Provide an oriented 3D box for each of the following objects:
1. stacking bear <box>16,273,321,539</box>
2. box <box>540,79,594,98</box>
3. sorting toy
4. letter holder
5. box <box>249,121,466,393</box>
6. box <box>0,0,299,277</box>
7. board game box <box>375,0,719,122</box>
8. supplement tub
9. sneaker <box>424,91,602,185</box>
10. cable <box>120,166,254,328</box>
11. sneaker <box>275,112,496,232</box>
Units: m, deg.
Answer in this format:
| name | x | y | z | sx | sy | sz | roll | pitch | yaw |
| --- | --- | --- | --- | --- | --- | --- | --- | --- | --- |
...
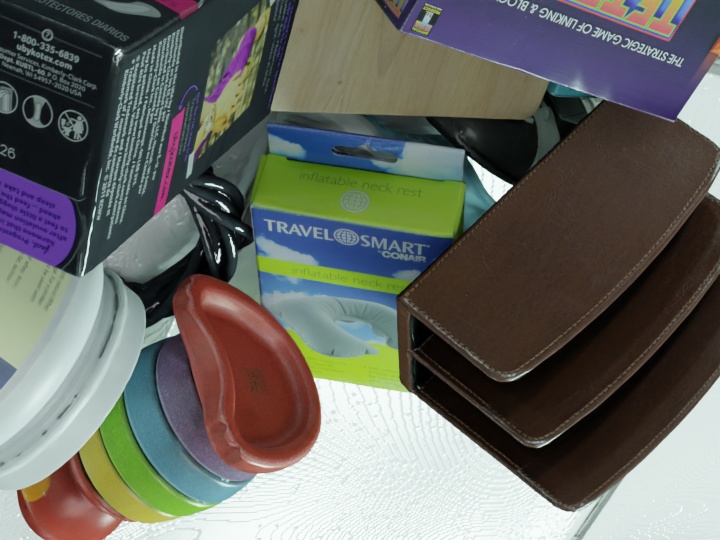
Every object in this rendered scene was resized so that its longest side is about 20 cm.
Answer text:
| name | x | y | z | sx | sy | sz | roll | pitch | yaw |
| --- | --- | --- | --- | --- | --- | --- | --- | --- | --- |
| stacking bear | -0.133 | 0.107 | 0.889 | 0.199 | 0.122 | 0.114 | -31 | 154 | 24 |
| box | 0.143 | -0.203 | 0.818 | 0.049 | 0.082 | 0.201 | -2 | 129 | -30 |
| sorting toy | 0.030 | -0.186 | 0.767 | 0.198 | 0.070 | 0.201 | -2 | 128 | -29 |
| letter holder | 0.138 | 0.017 | 0.822 | 0.200 | 0.142 | 0.101 | -43 | 155 | -21 |
| box | 0.000 | 0.000 | 0.875 | 0.121 | 0.048 | 0.201 | 8 | 144 | 7 |
| box | -0.117 | -0.102 | 0.637 | 0.200 | 0.122 | 0.107 | -52 | 163 | -58 |
| board game box | 0.125 | -0.177 | 0.734 | 0.199 | 0.057 | 0.166 | 11 | 121 | -34 |
| supplement tub | -0.216 | 0.003 | 0.695 | 0.145 | 0.145 | 0.200 | -43 | 121 | 9 |
| sneaker | 0.117 | -0.098 | 0.912 | 0.199 | 0.074 | 0.089 | 11 | 119 | -49 |
| cable | -0.150 | -0.018 | 0.822 | 0.163 | 0.051 | 0.200 | -37 | 139 | 3 |
| sneaker | 0.026 | -0.059 | 0.900 | 0.074 | 0.082 | 0.200 | -11 | 137 | 40 |
